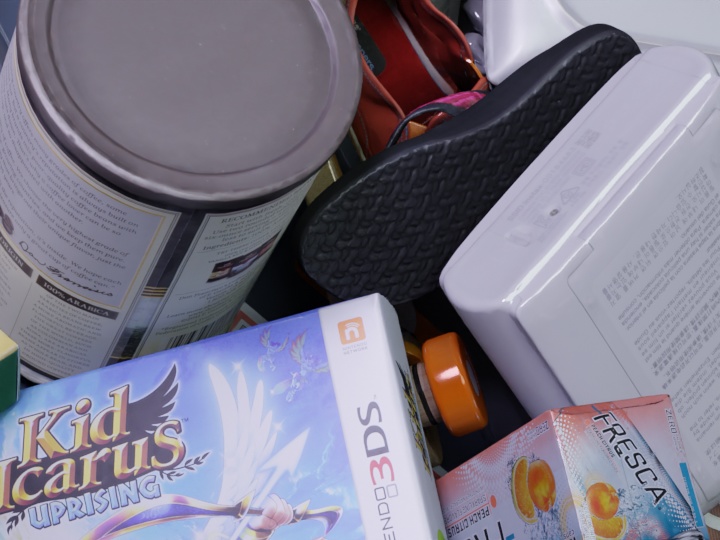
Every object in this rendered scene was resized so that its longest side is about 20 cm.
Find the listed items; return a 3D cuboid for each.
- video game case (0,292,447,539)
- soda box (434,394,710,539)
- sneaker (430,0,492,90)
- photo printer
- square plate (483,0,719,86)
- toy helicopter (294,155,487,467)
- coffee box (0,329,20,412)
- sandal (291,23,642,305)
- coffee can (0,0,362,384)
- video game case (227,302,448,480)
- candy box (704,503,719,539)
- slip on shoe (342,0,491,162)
[{"bbox_3d":[-0.063,0.123,1.077,0.199,0.045,0.182,-16,70,8],"label":"video game case"},{"bbox_3d":[0.071,0.118,1.093,0.063,0.200,0.069,-5,72,-27],"label":"soda box"},{"bbox_3d":[0.029,-0.095,1.272,0.081,0.075,0.200,15,55,-9],"label":"sneaker"},{"bbox_3d":[0.142,0.020,1.153,0.166,0.069,0.200,-48,128,-15],"label":"photo printer"},{"bbox_3d":[0.152,-0.173,1.207,0.198,0.028,0.201,7,70,-20],"label":"square plate"},{"bbox_3d":[0.000,0.000,1.181,0.079,0.132,0.200,-20,86,9],"label":"toy helicopter"},{"bbox_3d":[-0.258,0.057,1.051,0.200,0.044,0.123,-33,61,-31],"label":"coffee box"},{"bbox_3d":[0.046,-0.050,1.126,0.200,0.045,0.075,-34,130,-24],"label":"sandal"},{"bbox_3d":[-0.098,-0.048,1.097,0.146,0.200,0.147,9,61,-15],"label":"coffee can"},{"bbox_3d":[-0.022,0.127,1.175,0.200,0.017,0.143,40,57,-4],"label":"video game case"},{"bbox_3d":[0.179,0.089,1.265,0.116,0.056,0.201,11,63,-21],"label":"candy box"},{"bbox_3d":[0.037,-0.068,1.168,0.074,0.061,0.200,-43,111,-25],"label":"slip on shoe"}]
